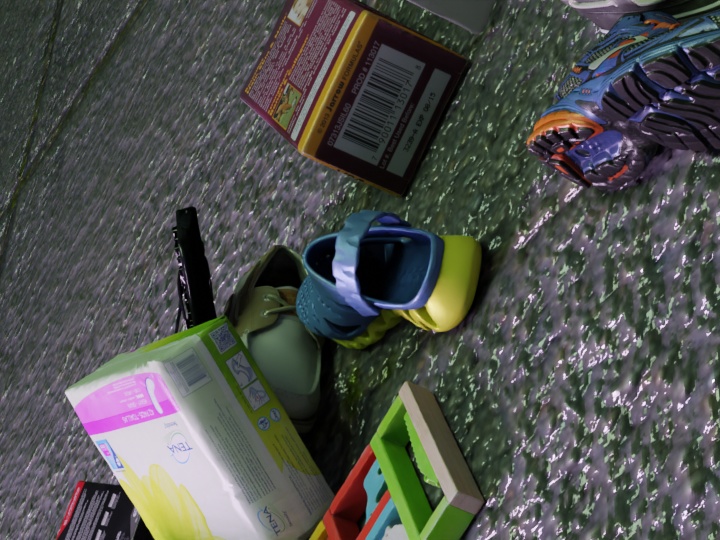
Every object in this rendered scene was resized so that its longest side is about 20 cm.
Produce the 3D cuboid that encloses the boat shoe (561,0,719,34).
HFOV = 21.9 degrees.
[{"bbox_3d":[0.173,-0.168,0.996,0.200,0.064,0.071,-21,49,61],"label":"boat shoe"}]

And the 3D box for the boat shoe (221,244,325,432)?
[{"bbox_3d":[-0.061,0.043,1.321,0.200,0.075,0.068,-113,45,-63],"label":"boat shoe"}]

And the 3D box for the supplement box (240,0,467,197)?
[{"bbox_3d":[-0.010,-0.140,1.370,0.110,0.086,0.200,-64,22,8],"label":"supplement box"}]

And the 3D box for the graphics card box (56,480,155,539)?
[{"bbox_3d":[-0.197,0.234,1.481,0.200,0.051,0.126,-13,56,65],"label":"graphics card box"}]

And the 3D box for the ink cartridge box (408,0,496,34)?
[{"bbox_3d":[0.065,-0.276,1.292,0.200,0.115,0.068,-67,21,-1],"label":"ink cartridge box"}]

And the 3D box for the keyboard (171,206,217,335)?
[{"bbox_3d":[-0.123,0.056,1.355,0.104,0.040,0.200,-93,-4,-67],"label":"keyboard"}]

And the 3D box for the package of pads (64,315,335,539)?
[{"bbox_3d":[-0.110,0.122,1.255,0.068,0.155,0.200,-34,6,-27],"label":"package of pads"}]

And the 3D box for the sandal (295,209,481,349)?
[{"bbox_3d":[0.000,0.000,1.207,0.200,0.087,0.080,-22,50,63],"label":"sandal"}]

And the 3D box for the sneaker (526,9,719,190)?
[{"bbox_3d":[0.155,-0.105,0.968,0.200,0.075,0.079,-18,48,61],"label":"sneaker"}]

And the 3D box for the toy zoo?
[{"bbox_3d":[0.000,0.179,1.109,0.200,0.020,0.131,-59,22,17],"label":"toy zoo"}]
